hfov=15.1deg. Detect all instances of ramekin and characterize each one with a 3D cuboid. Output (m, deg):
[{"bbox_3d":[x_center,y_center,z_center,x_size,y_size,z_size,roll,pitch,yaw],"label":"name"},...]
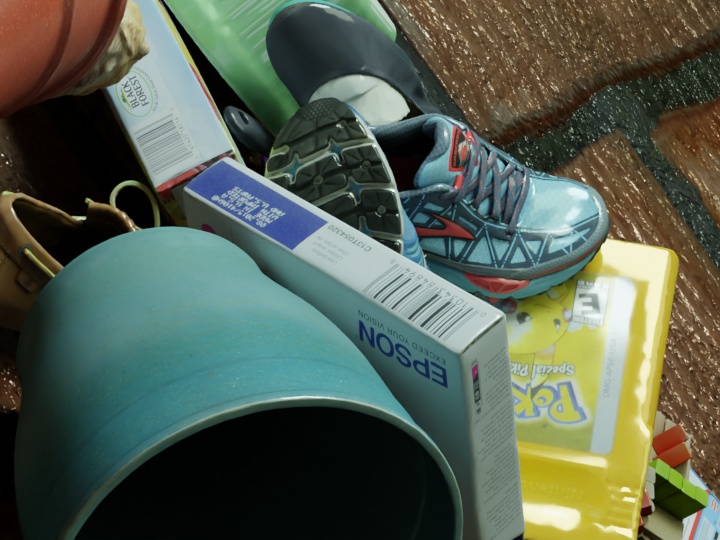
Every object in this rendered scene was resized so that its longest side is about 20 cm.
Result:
[{"bbox_3d":[-0.066,-0.184,1.657,0.200,0.098,0.200,53,4,-6],"label":"ramekin"}]

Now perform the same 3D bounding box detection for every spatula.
[{"bbox_3d":[-0.052,-0.064,1.635,0.057,0.020,0.200,62,3,19],"label":"spatula"}]

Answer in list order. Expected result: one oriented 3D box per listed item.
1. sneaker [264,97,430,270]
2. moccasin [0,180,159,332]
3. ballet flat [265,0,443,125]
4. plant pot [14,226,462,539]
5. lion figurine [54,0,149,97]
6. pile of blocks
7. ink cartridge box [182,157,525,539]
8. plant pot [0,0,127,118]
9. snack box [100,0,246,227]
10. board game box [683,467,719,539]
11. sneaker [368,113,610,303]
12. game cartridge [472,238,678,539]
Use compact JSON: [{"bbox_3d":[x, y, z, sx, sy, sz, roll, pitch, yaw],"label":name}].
[{"bbox_3d":[0.000,0.000,1.485,0.090,0.078,0.201,-69,145,-69],"label":"sneaker"},{"bbox_3d":[-0.136,-0.002,1.400,0.201,0.078,0.074,25,35,-53],"label":"moccasin"},{"bbox_3d":[0.012,-0.087,1.600,0.200,0.073,0.073,44,23,-51],"label":"ballet flat"},{"bbox_3d":[-0.077,0.083,1.284,0.200,0.200,0.188,31,19,-38],"label":"plant pot"},{"bbox_3d":[-0.210,-0.155,1.411,0.200,0.122,0.073,42,47,-17],"label":"lion figurine"},{"bbox_3d":[0.171,0.156,1.679,0.082,0.062,0.200,51,42,-5],"label":"pile of blocks"},{"bbox_3d":[-0.002,0.062,1.398,0.196,0.201,0.043,29,52,34],"label":"ink cartridge box"},{"bbox_3d":[-0.236,-0.126,1.283,0.201,0.201,0.195,48,34,-9],"label":"plant pot"},{"bbox_3d":[-0.110,-0.093,1.511,0.200,0.053,0.142,62,-3,30],"label":"snack box"},{"bbox_3d":[0.169,0.140,1.786,0.200,0.037,0.151,50,27,-8],"label":"board game box"},{"bbox_3d":[0.050,-0.041,1.534,0.199,0.096,0.080,5,56,-11],"label":"sneaker"},{"bbox_3d":[0.084,0.064,1.555,0.175,0.032,0.201,9,59,4],"label":"game cartridge"}]
